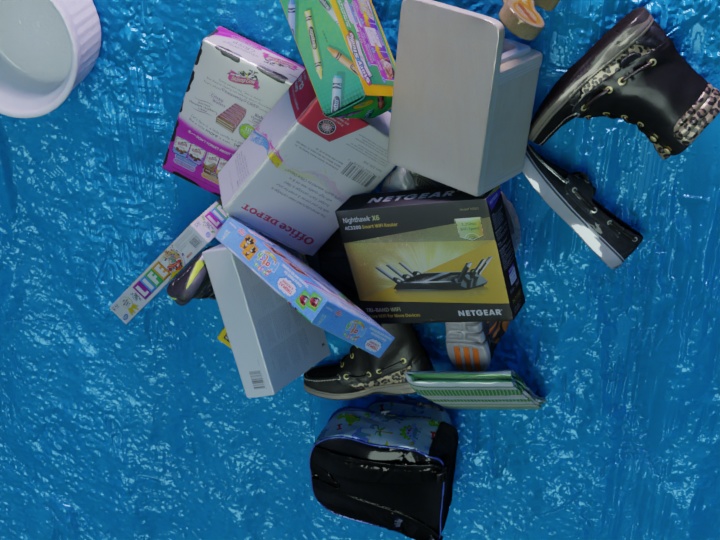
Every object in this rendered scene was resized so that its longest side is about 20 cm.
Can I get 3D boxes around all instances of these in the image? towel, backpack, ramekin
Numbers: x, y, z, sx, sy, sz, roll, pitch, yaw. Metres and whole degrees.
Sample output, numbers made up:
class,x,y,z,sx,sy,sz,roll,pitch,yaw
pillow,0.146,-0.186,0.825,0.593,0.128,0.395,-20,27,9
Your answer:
class,x,y,z,sx,sy,sz,roll,pitch,yaw
towel,0.156,0.161,1.475,0.152,0.200,0.023,-3,74,20
backpack,0.035,0.277,1.584,0.200,0.147,0.183,9,123,12
ramekin,-0.435,-0.308,1.427,0.200,0.098,0.201,8,122,13

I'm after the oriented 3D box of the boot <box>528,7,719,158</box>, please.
class,x,y,z,sx,sy,sz,roll,pitch,yaw
boot,0.302,-0.183,1.267,0.151,0.073,0.200,39,120,-8

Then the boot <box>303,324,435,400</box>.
class,x,y,z,sx,sy,sz,roll,pitch,yaw
boot,-0.002,0.100,1.539,0.200,0.073,0.151,-4,114,27

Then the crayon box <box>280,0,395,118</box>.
class,x,y,z,sx,sy,sz,roll,pitch,yaw
crayon box,-0.026,-0.275,1.258,0.058,0.119,0.200,-22,86,27

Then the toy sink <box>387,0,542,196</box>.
class,x,y,z,sx,sy,sz,roll,pitch,yaw
toy sink,0.120,-0.208,1.245,0.130,0.112,0.200,24,125,31

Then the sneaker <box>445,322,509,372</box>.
class,x,y,z,sx,sy,sz,roll,pitch,yaw
sneaker,0.146,0.025,1.421,0.077,0.112,0.200,10,126,24

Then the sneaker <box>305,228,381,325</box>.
class,x,y,z,sx,sy,sz,roll,pitch,yaw
sneaker,0.000,0.000,1.437,0.114,0.076,0.200,-33,63,25

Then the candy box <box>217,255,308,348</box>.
class,x,y,z,sx,sy,sz,roll,pitch,yaw
candy box,-0.116,0.060,1.580,0.102,0.026,0.200,35,124,-6

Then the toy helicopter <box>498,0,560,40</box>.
class,x,y,z,sx,sy,sz,roll,pitch,yaw
toy helicopter,0.157,-0.308,1.170,0.132,0.200,0.079,26,126,-19

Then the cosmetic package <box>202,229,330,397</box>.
class,x,y,z,sx,sy,sz,roll,pitch,yaw
cosmetic package,-0.120,0.046,1.457,0.052,0.151,0.200,-9,101,33

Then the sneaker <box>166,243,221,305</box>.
class,x,y,z,sx,sy,sz,roll,pitch,yaw
sneaker,-0.185,0.012,1.466,0.074,0.200,0.081,-42,88,24

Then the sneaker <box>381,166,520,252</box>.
class,x,y,z,sx,sy,sz,roll,pitch,yaw
sneaker,0.115,-0.079,1.405,0.200,0.078,0.099,34,159,-18

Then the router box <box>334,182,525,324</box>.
class,x,y,z,sx,sy,sz,roll,pitch,yaw
router box,0.084,-0.017,1.323,0.200,0.052,0.157,-4,114,29

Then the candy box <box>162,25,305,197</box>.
class,x,y,z,sx,sy,sz,roll,pitch,yaw
candy box,-0.161,-0.193,1.425,0.136,0.061,0.200,27,125,1

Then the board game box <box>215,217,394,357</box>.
class,x,y,z,sx,sy,sz,roll,pitch,yaw
board game box,-0.068,0.020,1.336,0.200,0.151,0.037,40,95,38

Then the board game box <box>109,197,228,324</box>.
class,x,y,z,sx,sy,sz,roll,pitch,yaw
board game box,-0.247,-0.022,1.509,0.034,0.134,0.200,45,122,-6

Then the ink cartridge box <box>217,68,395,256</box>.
class,x,y,z,sx,sy,sz,roll,pitch,yaw
ink cartridge box,-0.061,-0.134,1.369,0.148,0.086,0.200,28,120,-32

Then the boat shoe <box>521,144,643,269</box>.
class,x,y,z,sx,sy,sz,roll,pitch,yaw
boat shoe,0.264,-0.088,1.351,0.057,0.069,0.200,-42,102,13
